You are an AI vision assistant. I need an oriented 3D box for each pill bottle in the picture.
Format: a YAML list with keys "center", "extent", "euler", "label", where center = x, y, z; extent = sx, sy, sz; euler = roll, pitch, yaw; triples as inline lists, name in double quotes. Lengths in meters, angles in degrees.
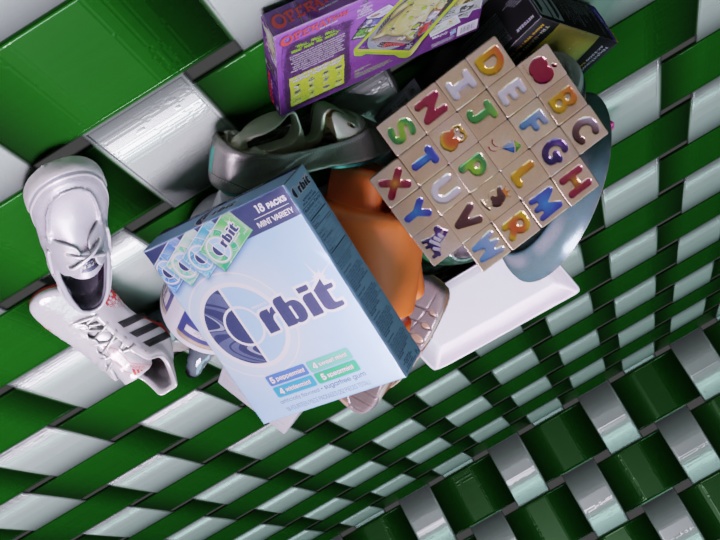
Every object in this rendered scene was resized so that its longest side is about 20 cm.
- center: [-0.123, -0.010, 1.103]
  extent: [0.111, 0.111, 0.200]
  euler: [-16, 157, -31]
  label: "pill bottle"

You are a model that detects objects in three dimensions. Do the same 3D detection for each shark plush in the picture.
- center: [-0.162, 0.036, 1.236]
  extent: [0.199, 0.091, 0.083]
  euler: [-31, 130, 19]
  label: "shark plush"

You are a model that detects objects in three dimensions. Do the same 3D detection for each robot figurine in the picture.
- center: [0.002, 0.000, 1.080]
  extent: [0.116, 0.201, 0.144]
  euler: [10, -167, 7]
  label: "robot figurine"

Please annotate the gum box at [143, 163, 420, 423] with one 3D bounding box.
- center: [-0.070, 0.027, 0.995]
  extent: [0.169, 0.201, 0.045]
  euler: [-21, -161, 33]
  label: "gum box"

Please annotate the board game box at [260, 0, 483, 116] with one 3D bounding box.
- center: [0.014, -0.206, 0.938]
  extent: [0.199, 0.032, 0.120]
  euler: [-25, 164, -12]
  label: "board game box"

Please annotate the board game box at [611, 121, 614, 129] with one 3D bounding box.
- center: [0.221, -0.079, 1.381]
  extent: [0.199, 0.026, 0.201]
  euler: [-28, 144, -36]
  label: "board game box"

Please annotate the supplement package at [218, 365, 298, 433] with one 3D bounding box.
- center: [-0.086, 0.098, 1.327]
  extent: [0.114, 0.109, 0.200]
  euler: [-52, 177, -22]
  label: "supplement package"

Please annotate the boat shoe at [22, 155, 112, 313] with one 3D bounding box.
- center: [-0.245, -0.023, 0.970]
  extent: [0.072, 0.069, 0.200]
  euler: [-19, 158, -25]
  label: "boat shoe"

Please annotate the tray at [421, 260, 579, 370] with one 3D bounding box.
- center: [0.136, 0.033, 1.270]
  extent: [0.199, 0.022, 0.107]
  euler: [-31, 125, 20]
  label: "tray"

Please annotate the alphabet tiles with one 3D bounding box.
- center: [0.116, -0.103, 1.013]
  extent: [0.200, 0.167, 0.006]
  euler: [-37, -170, 2]
  label: "alphabet tiles"

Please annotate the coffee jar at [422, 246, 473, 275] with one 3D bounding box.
- center: [0.083, -0.051, 1.224]
  extent: [0.085, 0.105, 0.200]
  euler: [-23, 179, -13]
  label: "coffee jar"

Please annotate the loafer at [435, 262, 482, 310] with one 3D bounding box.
- center: [0.120, 0.020, 1.320]
  extent: [0.073, 0.072, 0.200]
  euler: [34, 122, -23]
  label: "loafer"

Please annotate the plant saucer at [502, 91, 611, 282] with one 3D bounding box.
- center: [0.186, -0.088, 1.138]
  extent: [0.027, 0.201, 0.200]
  euler: [18, 140, -18]
  label: "plant saucer"

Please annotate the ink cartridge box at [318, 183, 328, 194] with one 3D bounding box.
- center: [0.005, -0.014, 1.257]
  extent: [0.067, 0.117, 0.200]
  euler: [-25, 159, -11]
  label: "ink cartridge box"

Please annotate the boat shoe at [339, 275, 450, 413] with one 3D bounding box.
- center: [0.039, 0.073, 1.241]
  extent: [0.072, 0.076, 0.200]
  euler: [-28, 161, -52]
  label: "boat shoe"

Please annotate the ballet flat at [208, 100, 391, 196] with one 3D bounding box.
- center: [-0.047, -0.120, 1.021]
  extent: [0.199, 0.067, 0.064]
  euler: [-19, 128, -31]
  label: "ballet flat"

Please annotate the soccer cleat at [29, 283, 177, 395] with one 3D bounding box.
- center: [-0.251, 0.068, 1.133]
  extent: [0.068, 0.086, 0.200]
  euler: [-32, 148, 11]
  label: "soccer cleat"

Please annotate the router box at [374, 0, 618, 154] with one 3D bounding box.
- center: [0.133, -0.187, 1.105]
  extent: [0.200, 0.052, 0.157]
  euler: [-42, 156, 32]
  label: "router box"

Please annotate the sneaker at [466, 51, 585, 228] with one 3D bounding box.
- center: [0.144, -0.109, 1.068]
  extent: [0.200, 0.078, 0.079]
  euler: [-49, 159, 6]
  label: "sneaker"
